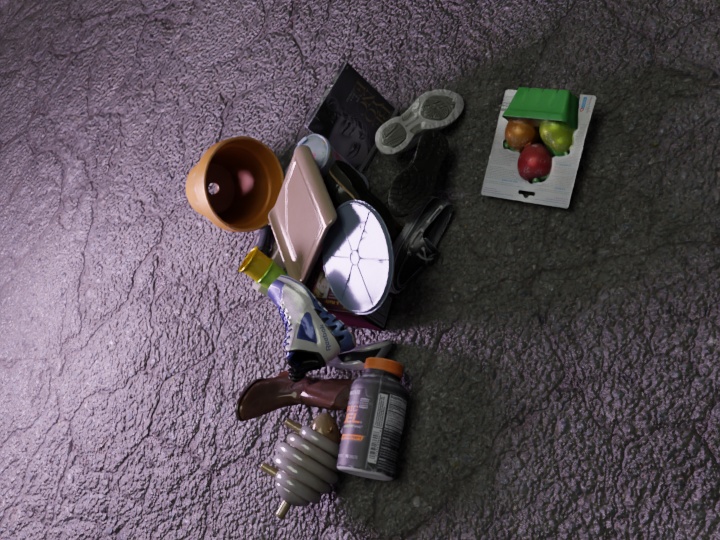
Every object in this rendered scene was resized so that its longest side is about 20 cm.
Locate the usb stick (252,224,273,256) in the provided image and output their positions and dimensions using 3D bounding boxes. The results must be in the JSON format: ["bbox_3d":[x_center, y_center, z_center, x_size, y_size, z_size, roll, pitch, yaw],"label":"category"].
[{"bbox_3d":[-0.206,-0.051,1.803,0.056,0.032,0.200,-58,11,13],"label":"usb stick"}]

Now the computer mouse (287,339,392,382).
[{"bbox_3d":[-0.031,0.171,1.609,0.196,0.110,0.045,-14,89,15],"label":"computer mouse"}]

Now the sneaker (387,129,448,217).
[{"bbox_3d":[0.108,-0.167,1.644,0.075,0.088,0.202,30,61,3],"label":"sneaker"}]

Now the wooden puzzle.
[{"bbox_3d":[-0.108,-0.103,1.625,0.201,0.037,0.187,-57,46,45],"label":"wooden puzzle"}]

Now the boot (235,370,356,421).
[{"bbox_3d":[-0.108,0.239,1.594,0.197,0.185,0.065,6,114,37],"label":"boot"}]

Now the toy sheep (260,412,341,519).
[{"bbox_3d":[-0.100,0.352,1.554,0.137,0.138,0.203,21,79,40],"label":"toy sheep"}]

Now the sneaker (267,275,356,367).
[{"bbox_3d":[-0.113,0.105,1.566,0.199,0.081,0.115,39,66,22],"label":"sneaker"}]

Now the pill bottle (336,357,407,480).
[{"bbox_3d":[0.026,0.259,1.518,0.105,0.106,0.204,-2,68,35],"label":"pill bottle"}]

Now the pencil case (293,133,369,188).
[{"bbox_3d":[-0.056,-0.195,1.722,0.082,0.200,0.092,-26,63,16],"label":"pencil case"}]

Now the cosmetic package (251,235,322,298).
[{"bbox_3d":[-0.137,-0.032,1.755,0.203,0.086,0.103,-64,14,-5],"label":"cosmetic package"}]

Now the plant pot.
[{"bbox_3d":[-0.296,-0.186,1.909,0.182,0.198,0.204,3,71,54],"label":"plant pot"}]

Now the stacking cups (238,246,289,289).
[{"bbox_3d":[-0.142,0.038,1.673,0.061,0.199,0.061,-46,15,17],"label":"stacking cups"}]

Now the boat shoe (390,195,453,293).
[{"bbox_3d":[0.112,-0.044,1.617,0.067,0.072,0.202,20,76,41],"label":"boat shoe"}]

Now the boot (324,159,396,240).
[{"bbox_3d":[-0.024,-0.089,1.612,0.139,0.077,0.201,-51,51,24],"label":"boot"}]

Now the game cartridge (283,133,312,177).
[{"bbox_3d":[-0.080,-0.249,1.853,0.200,0.041,0.134,-47,38,15],"label":"game cartridge"}]

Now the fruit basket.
[{"bbox_3d":[0.318,-0.220,1.544,0.183,0.093,0.204,13,93,40],"label":"fruit basket"}]

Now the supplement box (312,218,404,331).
[{"bbox_3d":[0.000,0.000,1.653,0.129,0.103,0.204,6,73,37],"label":"supplement box"}]

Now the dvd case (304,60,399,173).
[{"bbox_3d":[-0.013,-0.304,1.734,0.016,0.199,0.150,31,89,40],"label":"dvd case"}]

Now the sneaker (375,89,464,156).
[{"bbox_3d":[0.114,-0.293,1.718,0.197,0.099,0.079,-28,87,-3],"label":"sneaker"}]

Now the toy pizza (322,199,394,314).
[{"bbox_3d":[0.000,-0.024,1.532,0.198,0.031,0.205,10,103,50],"label":"toy pizza"}]
